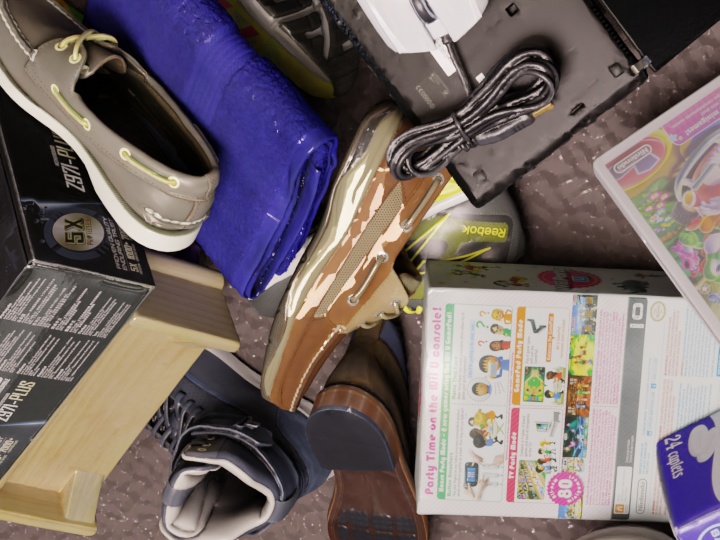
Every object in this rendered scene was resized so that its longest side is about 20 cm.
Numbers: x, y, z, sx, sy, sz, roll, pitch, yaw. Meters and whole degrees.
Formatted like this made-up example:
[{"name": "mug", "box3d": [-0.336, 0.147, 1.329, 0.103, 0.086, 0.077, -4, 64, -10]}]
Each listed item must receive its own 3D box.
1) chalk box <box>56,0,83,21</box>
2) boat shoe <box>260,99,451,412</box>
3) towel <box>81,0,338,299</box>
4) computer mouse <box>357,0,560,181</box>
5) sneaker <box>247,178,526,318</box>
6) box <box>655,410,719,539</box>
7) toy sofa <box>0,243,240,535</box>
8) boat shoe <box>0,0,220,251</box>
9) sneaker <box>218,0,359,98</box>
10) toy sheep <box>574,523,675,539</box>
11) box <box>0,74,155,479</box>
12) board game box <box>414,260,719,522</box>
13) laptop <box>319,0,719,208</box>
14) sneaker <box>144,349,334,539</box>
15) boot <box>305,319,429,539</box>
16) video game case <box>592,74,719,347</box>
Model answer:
[{"name": "chalk box", "box3d": [-0.268, -0.134, 1.138, 0.199, 0.124, 0.125, 35, 117, 8]}, {"name": "boat shoe", "box3d": [0.000, 0.000, 1.029, 0.073, 0.076, 0.202, 24, 111, -1]}, {"name": "towel", "box3d": [-0.095, -0.100, 1.038, 0.200, 0.049, 0.148, 49, 139, 18]}, {"name": "computer mouse", "box3d": [0.027, -0.157, 0.933, 0.109, 0.044, 0.202, -23, 96, 23]}, {"name": "sneaker", "box3d": [0.015, -0.003, 1.094, 0.199, 0.074, 0.085, -26, 97, 26]}, {"name": "box", "box3d": [0.300, 0.150, 0.977, 0.199, 0.105, 0.185, -29, 107, 14]}, {"name": "toy sofa", "box3d": [-0.168, 0.068, 1.095, 0.200, 0.082, 0.098, -51, 42, 28]}, {"name": "boat shoe", "box3d": [-0.153, -0.104, 1.009, 0.202, 0.072, 0.060, 50, 132, 14]}, {"name": "sneaker", "box3d": [-0.086, -0.167, 1.090, 0.200, 0.078, 0.091, 41, 124, 12]}, {"name": "toy sheep", "box3d": [0.154, 0.220, 1.011, 0.136, 0.200, 0.140, 1, 107, 3]}, {"name": "box", "box3d": [-0.228, 0.005, 1.050, 0.200, 0.085, 0.165, -47, 47, 31]}, {"name": "board game box", "box3d": [0.135, 0.075, 1.047, 0.197, 0.064, 0.149, 2, 108, 0]}, {"name": "laptop", "box3d": [0.100, -0.172, 0.984, 0.199, 0.103, 0.178, -38, 90, 23]}, {"name": "sneaker", "box3d": [-0.123, 0.106, 1.147, 0.201, 0.146, 0.078, 23, 115, 15]}, {"name": "boot", "box3d": [0.017, 0.123, 1.146, 0.074, 0.098, 0.201, 5, 137, 16]}, {"name": "video game case", "box3d": [0.242, -0.022, 0.956, 0.142, 0.018, 0.201, -33, 68, 0]}]
